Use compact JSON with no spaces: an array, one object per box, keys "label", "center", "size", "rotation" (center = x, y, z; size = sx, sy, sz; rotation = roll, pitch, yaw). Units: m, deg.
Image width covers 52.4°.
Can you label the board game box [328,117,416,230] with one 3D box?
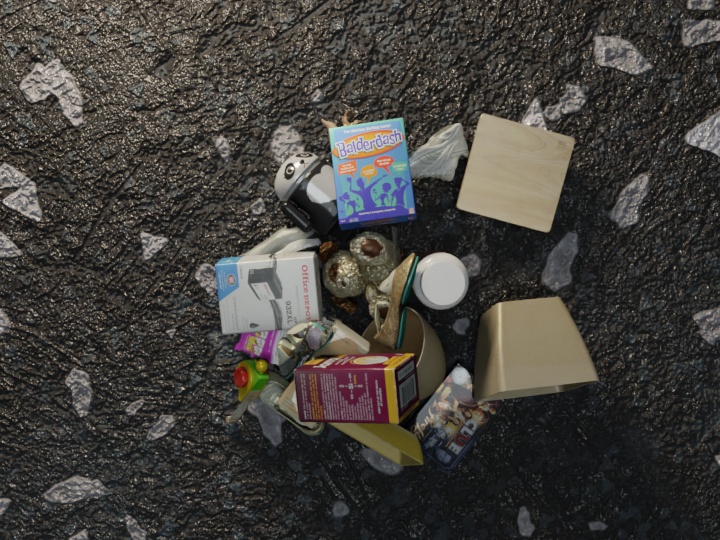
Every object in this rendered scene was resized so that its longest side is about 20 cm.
[{"label":"board game box","center":[0.023,-0.189,1.433],"size":[0.151,0.045,0.202],"rotation":[-8,76,4]}]

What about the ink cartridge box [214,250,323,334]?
[{"label":"ink cartridge box","center":[-0.181,0.044,1.473],"size":[0.198,0.084,0.146],"rotation":[-5,98,1]}]

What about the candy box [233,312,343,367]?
[{"label":"candy box","center":[-0.151,0.137,1.556],"size":[0.199,0.061,0.137],"rotation":[21,95,0]}]

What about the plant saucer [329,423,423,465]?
[{"label":"plant saucer","center":[0.032,0.332,1.509],"size":[0.199,0.200,0.049],"rotation":[31,72,-1]}]

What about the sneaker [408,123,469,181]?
[{"label":"sneaker","center":[0.150,-0.218,1.509],"size":[0.199,0.078,0.100],"rotation":[-34,102,-13]}]

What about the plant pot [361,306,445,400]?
[{"label":"plant pot","center":[0.098,0.193,1.508],"size":[0.134,0.200,0.201],"rotation":[33,94,-35]}]

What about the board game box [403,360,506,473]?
[{"label":"board game box","center":[0.199,0.314,1.573],"size":[0.135,0.035,0.200],"rotation":[38,93,-1]}]

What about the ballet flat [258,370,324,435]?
[{"label":"ballet flat","center":[-0.158,0.282,1.563],"size":[0.200,0.069,0.070],"rotation":[37,93,-1]}]

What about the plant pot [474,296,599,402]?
[{"label":"plant pot","center":[0.334,0.158,1.481],"size":[0.198,0.200,0.178],"rotation":[-6,75,-8]}]

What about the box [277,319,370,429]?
[{"label":"box","center":[-0.073,0.209,1.490],"size":[0.095,0.078,0.201],"rotation":[35,96,-2]}]

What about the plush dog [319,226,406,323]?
[{"label":"plush dog","center":[0.000,0.000,1.516],"size":[0.171,0.161,0.201],"rotation":[-8,114,20]}]

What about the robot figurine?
[{"label":"robot figurine","center":[-0.083,-0.153,1.505],"size":[0.200,0.150,0.125],"rotation":[41,108,-2]}]

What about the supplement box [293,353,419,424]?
[{"label":"supplement box","center":[-0.005,0.216,1.357],"size":[0.199,0.131,0.104],"rotation":[-4,96,21]}]

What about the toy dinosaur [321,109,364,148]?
[{"label":"toy dinosaur","center":[-0.008,-0.243,1.517],"size":[0.199,0.086,0.136],"rotation":[27,91,-3]}]

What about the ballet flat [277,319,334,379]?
[{"label":"ballet flat","center":[-0.126,0.149,1.452],"size":[0.072,0.072,0.200],"rotation":[46,135,-2]}]

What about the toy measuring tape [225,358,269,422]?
[{"label":"toy measuring tape","center":[-0.245,0.243,1.544],"size":[0.073,0.074,0.200],"rotation":[36,128,-1]}]

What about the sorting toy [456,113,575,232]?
[{"label":"sorting toy","center":[0.317,-0.200,1.524],"size":[0.198,0.070,0.200],"rotation":[15,94,0]}]

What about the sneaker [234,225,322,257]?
[{"label":"sneaker","center":[-0.181,-0.046,1.549],"size":[0.199,0.074,0.080],"rotation":[-18,70,4]}]

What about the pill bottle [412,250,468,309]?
[{"label":"pill bottle","center":[0.157,0.018,1.474],"size":[0.112,0.200,0.114],"rotation":[0,93,1]}]

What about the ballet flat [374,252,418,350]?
[{"label":"ballet flat","center":[0.063,0.058,1.410],"size":[0.065,0.070,0.202],"rotation":[15,106,13]}]
